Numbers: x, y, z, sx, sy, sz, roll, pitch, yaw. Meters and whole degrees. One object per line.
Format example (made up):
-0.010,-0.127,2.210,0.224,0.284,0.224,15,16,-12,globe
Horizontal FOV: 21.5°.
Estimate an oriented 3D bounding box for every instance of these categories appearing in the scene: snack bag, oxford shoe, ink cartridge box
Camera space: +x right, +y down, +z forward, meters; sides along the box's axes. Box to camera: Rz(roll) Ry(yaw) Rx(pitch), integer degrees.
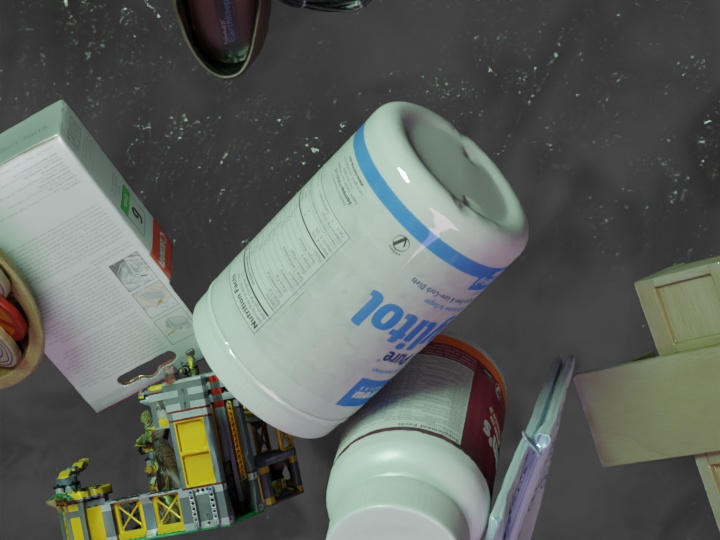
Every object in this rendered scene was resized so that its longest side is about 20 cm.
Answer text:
0.107,0.183,1.337,0.021,0.200,0.189,17,124,10,snack bag
-0.088,-0.204,1.121,0.072,0.085,0.200,-11,123,5,oxford shoe
-0.188,-0.006,1.269,0.109,0.050,0.200,-27,123,13,ink cartridge box

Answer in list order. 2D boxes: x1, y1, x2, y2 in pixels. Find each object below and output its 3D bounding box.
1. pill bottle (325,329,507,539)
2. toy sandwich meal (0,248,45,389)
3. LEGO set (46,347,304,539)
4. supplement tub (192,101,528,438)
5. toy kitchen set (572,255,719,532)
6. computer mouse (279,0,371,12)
0.037,0.134,1.279,0.109,0.200,0.110,5,121,8,pill bottle
-0.305,0.030,1.239,0.205,0.070,0.205,13,139,12,toy sandwich meal
-0.124,0.114,1.297,0.153,0.200,0.116,-12,88,29,LEGO set
0.000,0.000,1.238,0.132,0.132,0.200,33,116,-23,supplement tub
0.279,0.080,1.361,0.163,0.180,0.200,-17,93,51,toy kitchen set
0.043,-0.190,1.156,0.199,0.034,0.059,-14,125,-4,computer mouse
